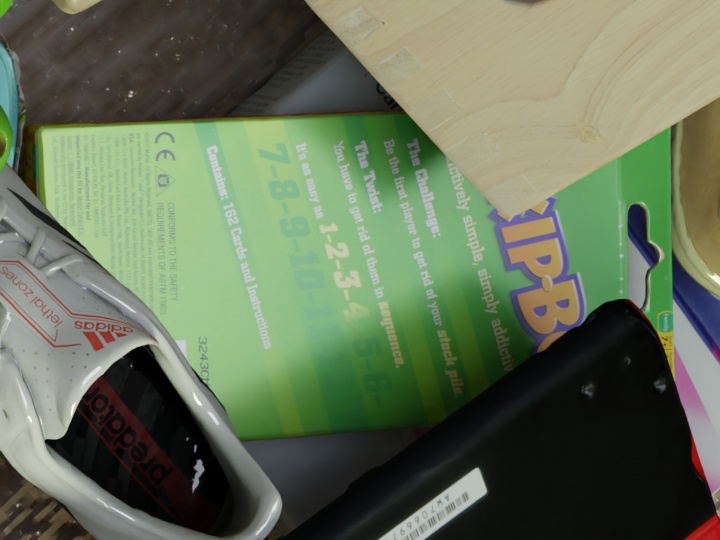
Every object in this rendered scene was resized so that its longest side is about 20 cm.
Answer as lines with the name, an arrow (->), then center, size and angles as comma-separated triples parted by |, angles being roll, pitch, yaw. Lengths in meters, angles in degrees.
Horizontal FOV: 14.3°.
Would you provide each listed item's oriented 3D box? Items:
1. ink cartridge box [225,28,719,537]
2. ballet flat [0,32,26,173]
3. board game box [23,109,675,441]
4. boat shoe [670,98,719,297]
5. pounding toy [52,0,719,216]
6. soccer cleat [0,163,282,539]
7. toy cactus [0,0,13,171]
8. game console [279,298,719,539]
ink cartridge box -> 0.042, 0.008, 0.914 | 0.200, 0.043, 0.197 | -42, 108, -11
ballet flat -> -0.150, 0.020, 0.826 | 0.075, 0.064, 0.201 | 18, 87, -24
board game box -> 0.000, 0.000, 0.860 | 0.199, 0.030, 0.096 | -3, 96, -17
boat shoe -> 0.158, -0.084, 0.928 | 0.073, 0.063, 0.201 | 33, 76, -25
pounding toy -> 0.049, -0.122, 0.804 | 0.142, 0.200, 0.184 | 46, 34, -19
soccer cleat -> -0.097, 0.008, 0.766 | 0.069, 0.085, 0.200 | -48, 109, -14
toy cactus -> -0.159, -0.060, 0.688 | 0.165, 0.102, 0.201 | 26, 69, -11
game console -> 0.029, 0.127, 0.818 | 0.200, 0.031, 0.177 | -35, 120, -23
